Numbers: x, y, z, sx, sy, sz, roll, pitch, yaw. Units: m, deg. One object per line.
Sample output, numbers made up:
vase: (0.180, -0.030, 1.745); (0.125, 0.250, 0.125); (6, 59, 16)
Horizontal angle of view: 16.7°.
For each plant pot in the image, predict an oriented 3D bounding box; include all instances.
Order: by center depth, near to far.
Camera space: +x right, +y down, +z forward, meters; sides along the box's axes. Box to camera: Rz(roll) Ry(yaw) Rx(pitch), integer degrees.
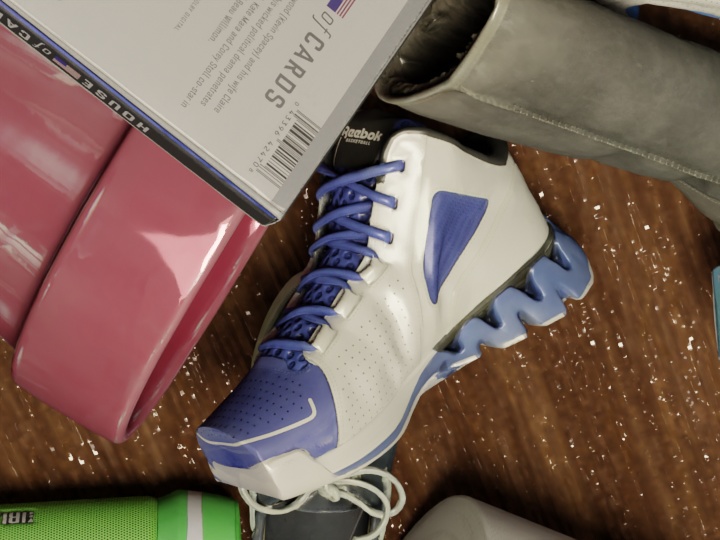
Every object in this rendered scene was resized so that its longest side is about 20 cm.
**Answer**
plant pot: (-0.118, -0.060, 0.967); (0.178, 0.200, 0.201); (31, 110, 0)

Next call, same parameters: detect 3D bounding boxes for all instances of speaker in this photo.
speaker: (-0.152, 0.145, 1.107); (0.198, 0.089, 0.089); (-3, 115, -3)

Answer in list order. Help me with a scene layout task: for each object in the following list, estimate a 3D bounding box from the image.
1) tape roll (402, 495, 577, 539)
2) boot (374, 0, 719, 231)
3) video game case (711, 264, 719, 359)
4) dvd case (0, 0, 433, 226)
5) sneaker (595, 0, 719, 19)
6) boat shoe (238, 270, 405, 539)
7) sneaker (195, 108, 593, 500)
tape roll: (0.070, 0.218, 1.092); (0.138, 0.203, 0.203); (22, 112, -12)
boot: (0.131, -0.079, 0.982); (0.199, 0.073, 0.182); (27, 144, -26)
video game case: (0.273, 0.004, 0.998); (0.180, 0.046, 0.200); (10, 159, -26)
dvd case: (-0.068, -0.134, 0.862); (0.200, 0.025, 0.151); (38, 71, -11)
sneaker: (0.172, -0.173, 0.992); (0.199, 0.081, 0.147); (-18, 125, -1)
boat shoe: (-0.020, 0.098, 1.106); (0.074, 0.062, 0.201); (7, 113, -8)
sneaker: (0.001, 0.000, 1.025); (0.199, 0.080, 0.116); (-36, 111, -29)
